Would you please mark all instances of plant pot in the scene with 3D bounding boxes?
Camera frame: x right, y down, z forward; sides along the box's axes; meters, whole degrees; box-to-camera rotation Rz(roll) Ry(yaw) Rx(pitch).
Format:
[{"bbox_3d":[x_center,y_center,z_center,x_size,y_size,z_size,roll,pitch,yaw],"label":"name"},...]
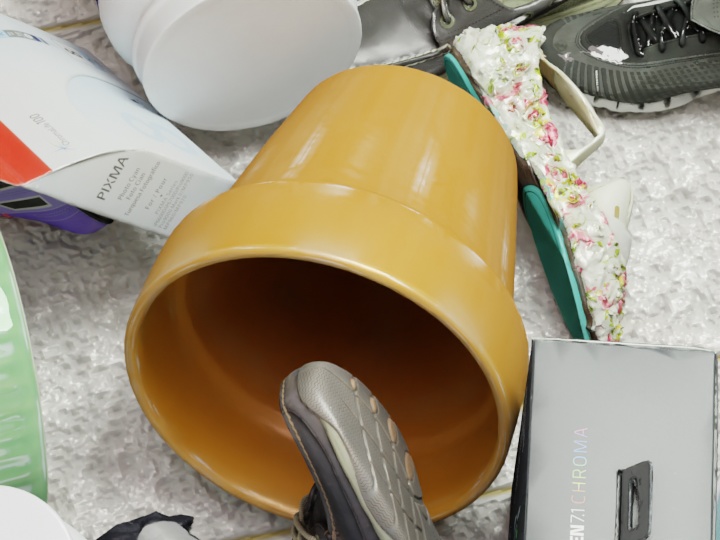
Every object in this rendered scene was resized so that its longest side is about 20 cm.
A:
[{"bbox_3d":[0.000,0.000,1.491,0.199,0.201,0.184,14,47,7],"label":"plant pot"}]

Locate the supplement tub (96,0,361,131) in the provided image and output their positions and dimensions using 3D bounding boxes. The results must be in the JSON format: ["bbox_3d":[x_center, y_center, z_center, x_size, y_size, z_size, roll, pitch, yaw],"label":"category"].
[{"bbox_3d":[-0.084,-0.192,1.594,0.144,0.146,0.201,-14,56,-8],"label":"supplement tub"}]

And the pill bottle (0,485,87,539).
[{"bbox_3d":[-0.167,0.179,1.376,0.110,0.200,0.112,0,62,-1],"label":"pill bottle"}]

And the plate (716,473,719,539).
[{"bbox_3d":[0.239,0.173,1.441,0.199,0.026,0.201,21,53,-30],"label":"plate"}]

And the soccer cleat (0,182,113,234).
[{"bbox_3d":[-0.227,-0.063,1.589,0.199,0.068,0.073,31,94,6],"label":"soccer cleat"}]

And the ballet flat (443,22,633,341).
[{"bbox_3d":[0.109,-0.051,1.565,0.064,0.076,0.201,-22,73,-7],"label":"ballet flat"}]

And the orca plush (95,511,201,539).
[{"bbox_3d":[-0.087,0.186,1.426,0.105,0.072,0.200,7,15,-37],"label":"orca plush"}]

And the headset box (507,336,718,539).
[{"bbox_3d":[0.117,0.148,1.397,0.092,0.200,0.175,4,61,2],"label":"headset box"}]

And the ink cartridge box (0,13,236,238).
[{"bbox_3d":[-0.180,-0.091,1.505,0.160,0.200,0.047,42,103,41],"label":"ink cartridge box"}]

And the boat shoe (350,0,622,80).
[{"bbox_3d":[0.063,-0.158,1.632,0.200,0.066,0.072,-20,65,-11],"label":"boat shoe"}]

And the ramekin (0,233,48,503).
[{"bbox_3d":[-0.222,0.055,1.448,0.097,0.200,0.201,-10,62,-15],"label":"ramekin"}]

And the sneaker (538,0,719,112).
[{"bbox_3d":[0.196,-0.133,1.607,0.199,0.091,0.067,2,61,0],"label":"sneaker"}]

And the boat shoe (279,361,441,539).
[{"bbox_3d":[0.000,0.138,1.418,0.073,0.201,0.075,-20,23,15],"label":"boat shoe"}]
